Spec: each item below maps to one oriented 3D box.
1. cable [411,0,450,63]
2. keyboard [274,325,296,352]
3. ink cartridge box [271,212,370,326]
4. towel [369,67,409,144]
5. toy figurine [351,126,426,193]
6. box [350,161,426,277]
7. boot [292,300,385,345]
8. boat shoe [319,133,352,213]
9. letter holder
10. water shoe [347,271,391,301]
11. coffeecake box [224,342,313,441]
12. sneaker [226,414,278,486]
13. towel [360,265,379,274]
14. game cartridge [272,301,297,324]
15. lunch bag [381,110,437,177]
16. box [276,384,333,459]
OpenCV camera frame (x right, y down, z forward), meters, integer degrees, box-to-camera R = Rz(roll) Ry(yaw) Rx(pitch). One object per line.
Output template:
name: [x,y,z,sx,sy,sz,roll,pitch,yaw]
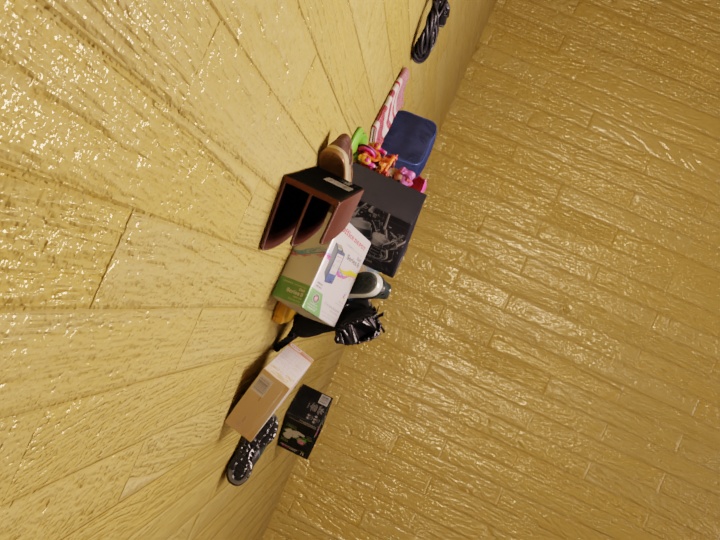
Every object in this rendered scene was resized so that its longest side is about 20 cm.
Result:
cable: [0.172,-0.611,1.781,0.164,0.051,0.200,-61,176,-2]
keyboard: [-0.127,0.117,1.677,0.199,0.040,0.104,-37,176,-16]
ink cartridge box: [-0.076,-0.006,1.454,0.145,0.087,0.201,41,69,-58]
towel: [0.071,-0.393,1.791,0.144,0.023,0.201,98,17,-66]
toy figurine: [0.063,-0.220,1.608,0.200,0.183,0.151,98,17,-67]
box: [0.019,-0.112,1.559,0.183,0.199,0.104,107,10,-48]
boot: [-0.048,0.118,1.540,0.163,0.197,0.074,-120,-168,-69]
boat shoe: [-0.043,-0.185,1.371,0.201,0.072,0.072,94,20,-59]
letter holder: [-0.083,-0.089,1.234,0.143,0.100,0.200,-66,174,16]
water shoe: [-0.024,0.043,1.552,0.079,0.199,0.072,29,70,-47]
coffeecake box: [-0.194,0.260,1.556,0.154,0.073,0.200,-54,177,14]
sneaker: [-0.276,0.441,1.775,0.201,0.075,0.079,-56,-176,-27]
towel: [0.000,0.000,1.698,0.200,0.022,0.147,-55,147,-37]
game cartridge: [-0.133,0.027,1.583,0.200,0.032,0.178,-4,117,-81]
lunch bag: [0.114,-0.313,1.928,0.133,0.135,0.201,104,12,-58]
box: [-0.195,0.532,2.502,0.149,0.123,0.201,-59,171,-50]
